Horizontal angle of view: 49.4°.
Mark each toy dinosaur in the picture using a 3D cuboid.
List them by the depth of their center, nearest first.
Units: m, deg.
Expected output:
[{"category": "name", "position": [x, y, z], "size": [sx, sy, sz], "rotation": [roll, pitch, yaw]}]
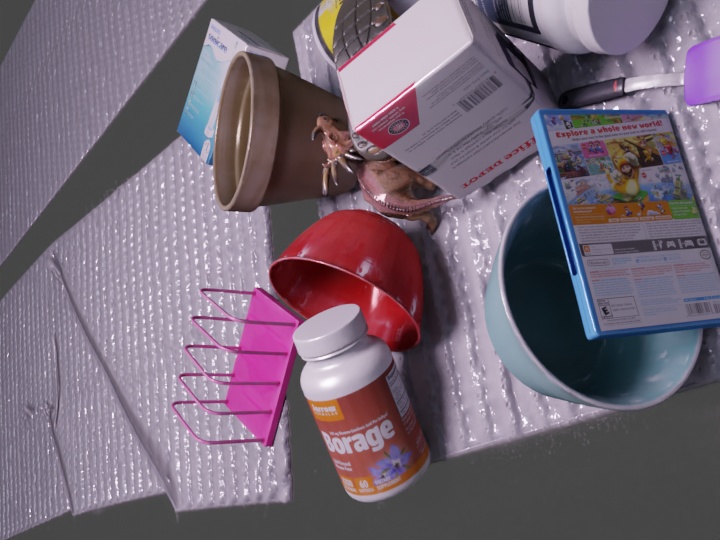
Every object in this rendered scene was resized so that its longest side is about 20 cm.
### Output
[{"category": "toy dinosaur", "position": [0.023, -0.105, 0.937], "size": [0.200, 0.133, 0.087], "rotation": [42, 116, 44]}]

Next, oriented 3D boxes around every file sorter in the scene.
[{"category": "file sorter", "position": [-0.192, 0.142, 1.175], "size": [0.138, 0.123, 0.205], "rotation": [30, 108, 48]}]

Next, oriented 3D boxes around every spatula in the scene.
[{"category": "spatula", "position": [0.266, -0.176, 0.739], "size": [0.198, 0.020, 0.058], "rotation": [1, 88, 51]}]

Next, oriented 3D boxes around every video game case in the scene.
[{"category": "video game case", "position": [0.232, -0.046, 0.675], "size": [0.018, 0.140, 0.205], "rotation": [130, 134, -64]}]

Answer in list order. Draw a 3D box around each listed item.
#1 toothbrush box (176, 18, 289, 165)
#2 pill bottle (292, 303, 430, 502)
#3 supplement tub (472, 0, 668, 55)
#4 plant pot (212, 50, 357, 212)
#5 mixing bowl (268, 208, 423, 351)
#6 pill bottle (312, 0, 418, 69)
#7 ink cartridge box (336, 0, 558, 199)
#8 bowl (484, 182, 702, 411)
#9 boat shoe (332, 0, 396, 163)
[{"category": "toothbrush box", "position": [-0.214, -0.287, 1.286], "size": [0.146, 0.084, 0.204], "rotation": [42, 118, 45]}, {"category": "pill bottle", "position": [-0.002, 0.148, 0.892], "size": [0.111, 0.111, 0.204], "rotation": [-5, 112, 49]}, {"category": "supplement tub", "position": [0.186, -0.293, 0.759], "size": [0.199, 0.138, 0.143], "rotation": [36, 112, 46]}, {"category": "plant pot", "position": [-0.092, -0.170, 1.038], "size": [0.199, 0.170, 0.206], "rotation": [-174, 90, -66]}, {"category": "mixing bowl", "position": [0.000, 0.000, 0.937], "size": [0.198, 0.200, 0.110], "rotation": [-5, 51, 50]}, {"category": "pill bottle", "position": [0.036, -0.333, 0.967], "size": [0.198, 0.110, 0.115], "rotation": [-26, 66, 45]}, {"category": "ink cartridge box", "position": [0.096, -0.171, 0.790], "size": [0.143, 0.198, 0.086], "rotation": [-32, 57, 27]}, {"category": "bowl", "position": [0.188, 0.033, 0.698], "size": [0.105, 0.196, 0.206], "rotation": [133, 131, -62]}, {"category": "boat shoe", "position": [0.016, -0.220, 0.898], "size": [0.074, 0.074, 0.206], "rotation": [-6, 82, 23]}]
